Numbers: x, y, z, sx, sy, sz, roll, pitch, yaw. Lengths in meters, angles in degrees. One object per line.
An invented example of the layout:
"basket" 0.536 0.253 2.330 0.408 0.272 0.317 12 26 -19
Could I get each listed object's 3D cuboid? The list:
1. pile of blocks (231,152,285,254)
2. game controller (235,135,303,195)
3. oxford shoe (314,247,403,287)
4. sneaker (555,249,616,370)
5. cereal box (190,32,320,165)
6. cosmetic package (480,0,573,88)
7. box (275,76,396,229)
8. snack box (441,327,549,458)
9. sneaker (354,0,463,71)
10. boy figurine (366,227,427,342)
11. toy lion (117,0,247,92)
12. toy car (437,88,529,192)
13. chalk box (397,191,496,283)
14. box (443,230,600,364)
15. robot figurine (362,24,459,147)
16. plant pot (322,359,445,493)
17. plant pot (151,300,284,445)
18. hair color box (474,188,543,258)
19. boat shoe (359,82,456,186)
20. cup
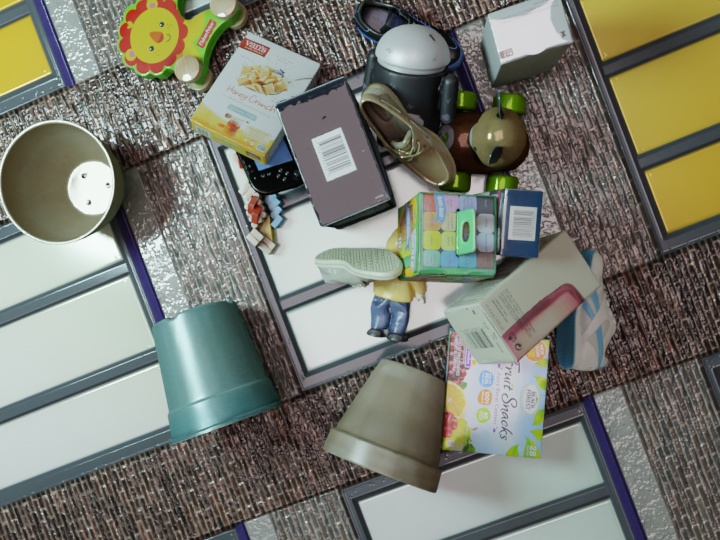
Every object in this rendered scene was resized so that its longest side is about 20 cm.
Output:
"pile of blocks" -0.171 -0.128 1.256 0.081 0.062 0.202 -12 92 6
"game controller" -0.164 -0.220 1.229 0.104 0.042 0.201 -17 72 -25
"oxford shoe" 0.000 0.000 1.204 0.075 0.199 0.058 -31 113 -35
"sneaker" 0.381 0.066 1.212 0.080 0.076 0.202 7 90 -17
"cereal box" -0.173 -0.292 1.218 0.143 0.040 0.201 25 71 6
"cosmetic package" 0.254 -0.355 1.136 0.112 0.200 0.082 -16 91 5
"box" -0.031 -0.181 1.172 0.122 0.198 0.202 -21 90 5
"snack box" 0.226 0.205 1.229 0.167 0.068 0.202 5 93 5
"sneaker" 0.079 -0.392 1.213 0.199 0.078 0.071 22 94 4
"boy figurine" 0.056 0.017 1.239 0.123 0.064 0.202 8 91 21
"toy lion" -0.322 -0.420 1.264 0.191 0.069 0.201 32 95 11
"toy car" 0.198 -0.210 1.148 0.156 0.200 0.166 4 93 5
"chalk box" 0.133 -0.049 1.111 0.123 0.200 0.126 2 84 -8
"box" 0.252 0.045 1.141 0.199 0.128 0.109 -37 94 -20
"robot figurine" 0.079 -0.293 1.174 0.149 0.125 0.201 5 123 -2
"plant pot" 0.059 0.249 1.202 0.198 0.200 0.175 20 77 4
"plant pot" -0.251 0.165 1.222 0.199 0.200 0.198 -20 82 6
"hair color box" 0.225 -0.074 1.148 0.060 0.200 0.101 4 92 -5
"boat shoe" 0.071 -0.199 1.120 0.072 0.065 0.200 -34 110 29
"cup" -0.488 -0.146 1.245 0.198 0.143 0.202 0 92 5
